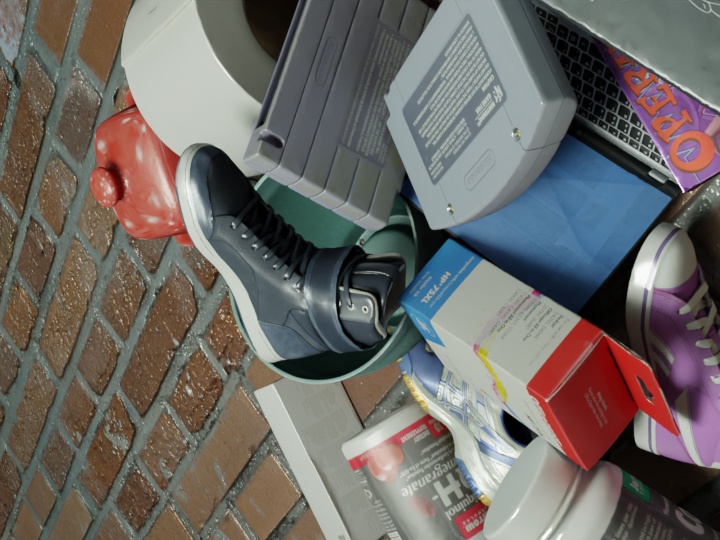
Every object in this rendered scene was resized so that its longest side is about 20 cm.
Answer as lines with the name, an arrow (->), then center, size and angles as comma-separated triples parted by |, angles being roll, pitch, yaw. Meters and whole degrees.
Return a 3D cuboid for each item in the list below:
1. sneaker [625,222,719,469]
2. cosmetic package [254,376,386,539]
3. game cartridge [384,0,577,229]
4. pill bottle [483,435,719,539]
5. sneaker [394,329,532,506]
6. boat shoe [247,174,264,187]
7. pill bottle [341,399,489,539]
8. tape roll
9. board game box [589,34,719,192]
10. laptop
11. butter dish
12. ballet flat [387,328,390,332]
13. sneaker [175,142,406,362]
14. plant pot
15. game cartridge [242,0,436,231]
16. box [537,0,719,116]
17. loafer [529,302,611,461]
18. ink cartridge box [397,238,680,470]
sneaker -> 0.261, 0.061, 0.826 | 0.114, 0.073, 0.202 | 16, 131, 40
cosmetic package -> -0.032, 0.202, 1.225 | 0.051, 0.082, 0.201 | -29, 87, 54
game cartridge -> 0.079, -0.112, 0.790 | 0.134, 0.041, 0.200 | 64, 155, 12
pill bottle -> 0.204, 0.222, 0.883 | 0.199, 0.113, 0.113 | 33, 137, -1
sneaker -> 0.109, 0.116, 1.039 | 0.088, 0.075, 0.201 | -43, 70, 24
boat shoe -> -0.115, -0.073, 1.099 | 0.073, 0.200, 0.067 | -28, 78, 9
pill bottle -> 0.075, 0.230, 1.092 | 0.111, 0.110, 0.201 | -37, 81, 51
tape roll -> -0.089, -0.197, 0.979 | 0.139, 0.202, 0.204 | -22, 92, 52
board game box -> 0.216, -0.168, 0.742 | 0.120, 0.032, 0.201 | -34, 80, 32
laptop -> 0.141, -0.109, 0.826 | 0.187, 0.116, 0.201 | 38, 141, 29
butter dish -> -0.226, -0.109, 1.227 | 0.199, 0.147, 0.201 | -8, 104, 50
ballet flat -> -0.030, 0.036, 1.146 | 0.199, 0.063, 0.069 | 28, 131, 38
sneaker -> -0.046, -0.018, 0.867 | 0.145, 0.077, 0.203 | -5, 126, 34
plant pot -> 0.000, 0.000, 1.003 | 0.199, 0.134, 0.202 | -4, 83, 34
game cartridge -> -0.007, -0.145, 0.893 | 0.129, 0.201, 0.038 | 29, 155, -29
box -> 0.212, -0.187, 0.663 | 0.200, 0.107, 0.149 | 39, 114, 21
loafer -> 0.168, 0.105, 0.957 | 0.070, 0.068, 0.202 | 9, 111, 55
ink cartridge box -> 0.132, 0.070, 0.838 | 0.200, 0.067, 0.116 | 35, 168, 41
